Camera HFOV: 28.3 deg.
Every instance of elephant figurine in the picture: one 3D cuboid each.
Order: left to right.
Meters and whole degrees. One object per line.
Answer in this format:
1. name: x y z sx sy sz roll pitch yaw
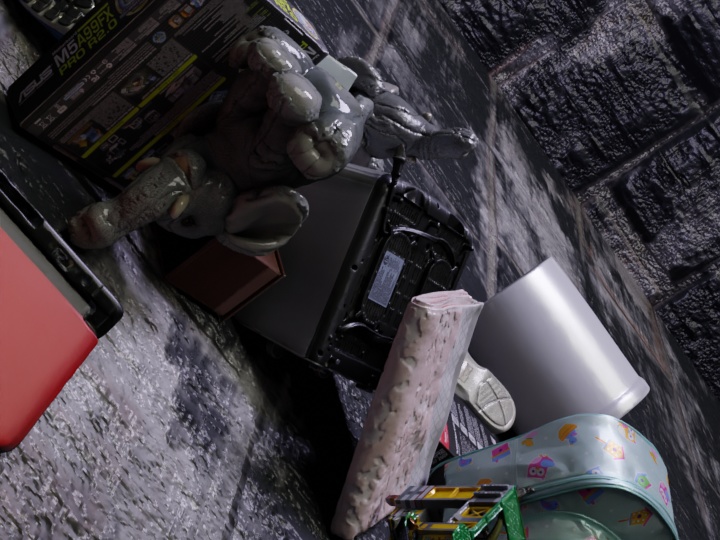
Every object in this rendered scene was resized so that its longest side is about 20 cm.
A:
1. elephant figurine: -0.101 -0.077 1.085 0.155 0.200 0.142 39 18 -25
2. elephant figurine: 0.006 -0.161 1.534 0.200 0.154 0.143 -10 -81 70

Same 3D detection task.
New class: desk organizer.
1. desk organizer: -0.132 -0.064 1.211 0.077 0.072 0.201 37 26 -43

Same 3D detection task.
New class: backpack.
1. backpack: 0.177 0.224 1.254 0.176 0.199 0.154 46 23 -32

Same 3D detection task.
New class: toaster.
1. toaster: 0.000 0.000 1.255 0.118 0.201 0.181 19 -5 33

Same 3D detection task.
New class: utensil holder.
1. utensil holder: 0.225 0.108 1.736 0.201 0.169 0.170 56 17 4

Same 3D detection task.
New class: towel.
1. towel: 0.044 0.116 1.205 0.032 0.202 0.191 20 8 17

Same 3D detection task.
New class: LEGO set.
1. LEGO set: 0.060 0.259 1.121 0.154 0.115 0.202 -43 122 -53

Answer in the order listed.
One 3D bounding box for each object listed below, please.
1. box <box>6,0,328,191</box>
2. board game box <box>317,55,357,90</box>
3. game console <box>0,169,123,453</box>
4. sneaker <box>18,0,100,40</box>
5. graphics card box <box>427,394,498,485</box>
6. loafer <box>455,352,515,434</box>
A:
1. box: -0.146 -0.153 1.103 0.160 0.200 0.044 33 22 -51
2. board game box: -0.110 -0.196 1.267 0.147 0.065 0.200 33 -4 -27
3. game console: -0.253 -0.011 0.865 0.200 0.119 0.172 51 -14 -19
4. sneaker: -0.225 -0.196 1.203 0.200 0.078 0.089 45 -25 8
5. graphics card box: 0.112 0.203 1.444 0.200 0.051 0.126 47 19 -27
6. loafer: 0.087 0.104 1.566 0.200 0.063 0.072 51 50 -9
